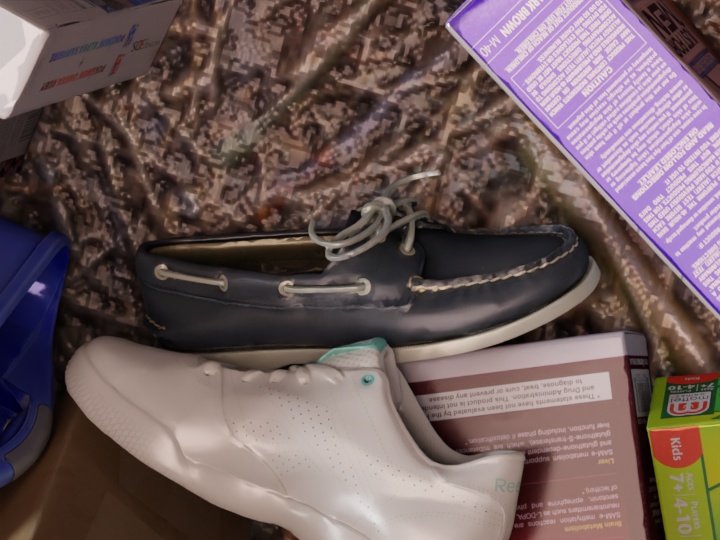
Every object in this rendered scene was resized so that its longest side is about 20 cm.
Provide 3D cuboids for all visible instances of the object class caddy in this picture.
[{"bbox_3d":[-0.177,0.053,1.113,0.104,0.200,0.142,24,116,1],"label":"caddy"}]

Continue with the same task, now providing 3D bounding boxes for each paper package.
[{"bbox_3d":[-0.144,0.164,1.131,0.103,0.200,0.191,41,107,-12],"label":"paper package"}]

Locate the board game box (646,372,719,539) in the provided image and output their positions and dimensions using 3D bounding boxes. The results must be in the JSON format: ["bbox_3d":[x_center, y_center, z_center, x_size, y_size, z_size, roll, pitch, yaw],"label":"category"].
[{"bbox_3d":[0.223,0.089,1.108,0.199,0.048,0.102,-6,112,14],"label":"board game box"}]

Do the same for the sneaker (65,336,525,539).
[{"bbox_3d":[-0.023,0.061,1.110,0.199,0.075,0.089,27,99,16],"label":"sneaker"}]

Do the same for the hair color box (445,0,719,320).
[{"bbox_3d":[0.130,-0.050,1.086,0.065,0.109,0.200,-42,89,15],"label":"hair color box"}]

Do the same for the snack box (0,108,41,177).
[{"bbox_3d":[-0.234,-0.089,1.117,0.168,0.200,0.068,24,104,7],"label":"snack box"}]

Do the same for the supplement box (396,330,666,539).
[{"bbox_3d":[0.075,0.131,1.136,0.108,0.061,0.201,-7,86,14],"label":"supplement box"}]

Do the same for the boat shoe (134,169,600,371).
[{"bbox_3d":[0.000,0.000,1.146,0.199,0.075,0.062,-7,109,23],"label":"boat shoe"}]

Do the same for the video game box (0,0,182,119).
[{"bbox_3d":[-0.189,-0.134,1.109,0.199,0.182,0.047,29,107,7],"label":"video game box"}]
